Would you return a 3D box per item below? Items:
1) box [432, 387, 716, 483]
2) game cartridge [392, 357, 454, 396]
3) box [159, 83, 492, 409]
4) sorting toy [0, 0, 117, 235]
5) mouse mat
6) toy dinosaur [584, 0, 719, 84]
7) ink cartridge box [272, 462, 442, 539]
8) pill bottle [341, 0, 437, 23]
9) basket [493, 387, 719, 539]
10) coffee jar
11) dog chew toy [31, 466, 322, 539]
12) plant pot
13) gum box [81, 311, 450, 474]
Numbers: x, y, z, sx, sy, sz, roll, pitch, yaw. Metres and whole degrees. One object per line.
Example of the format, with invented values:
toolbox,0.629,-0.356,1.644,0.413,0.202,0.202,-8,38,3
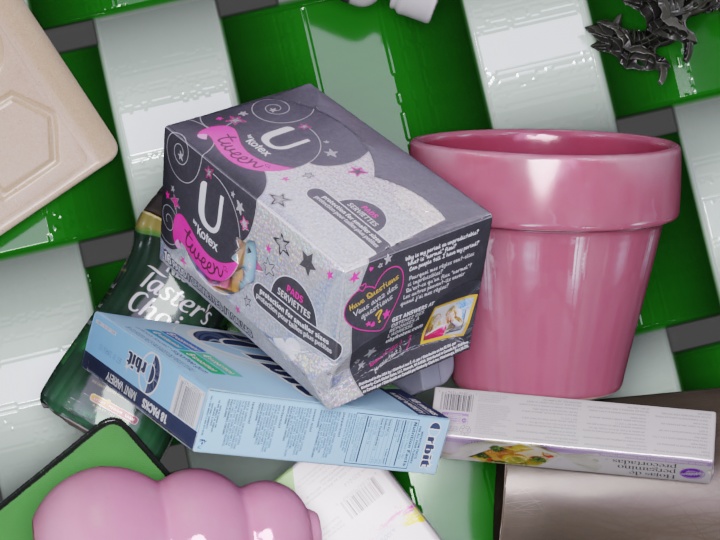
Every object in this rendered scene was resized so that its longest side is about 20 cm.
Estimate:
box,0.147,0.115,1.200,0.198,0.039,0.042,4,60,9
game cartridge,0.000,0.000,1.270,0.041,0.133,0.202,-18,86,-30
box,-0.029,-0.023,1.153,0.131,0.116,0.200,-20,42,-34
sorting toy,-0.313,-0.111,1.316,0.199,0.036,0.186,-34,87,-10
mouse mat,-0.176,0.223,1.258,0.160,0.008,0.200,-38,107,6
toy dinosaur,0.254,-0.223,1.328,0.199,0.103,0.136,37,66,22
ink cartridge box,0.007,0.226,1.279,0.117,0.067,0.201,-37,87,-4
pill bottle,-0.022,-0.270,1.303,0.198,0.114,0.115,22,84,0
basket,0.200,0.163,1.265,0.197,0.136,0.183,5,95,1
coffee jar,-0.148,0.035,1.281,0.104,0.085,0.201,28,84,-3
dog chew toy,-0.125,0.192,1.194,0.198,0.124,0.126,-6,85,-13
plant pot,0.131,-0.006,1.257,0.197,0.200,0.181,1,100,-3
gum box,-0.066,0.083,1.182,0.198,0.169,0.045,11,99,-36
